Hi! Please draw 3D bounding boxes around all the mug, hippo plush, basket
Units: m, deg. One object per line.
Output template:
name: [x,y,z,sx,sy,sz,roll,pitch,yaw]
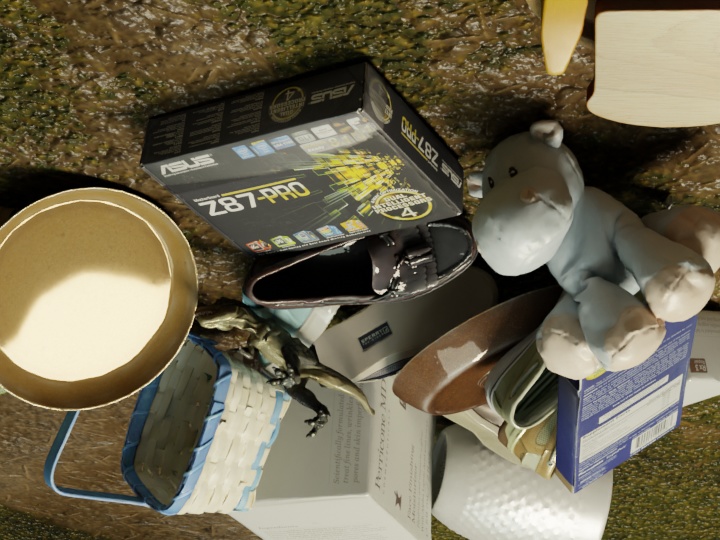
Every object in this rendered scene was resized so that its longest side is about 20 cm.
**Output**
mug: [0.162,0.229,1.627,0.173,0.149,0.200,12,-177,-8]
hippo plush: [0.170,-0.039,1.097,0.159,0.201,0.161,-28,115,39]
basket: [-0.179,0.139,1.366,0.199,0.178,0.139,23,-179,-40]

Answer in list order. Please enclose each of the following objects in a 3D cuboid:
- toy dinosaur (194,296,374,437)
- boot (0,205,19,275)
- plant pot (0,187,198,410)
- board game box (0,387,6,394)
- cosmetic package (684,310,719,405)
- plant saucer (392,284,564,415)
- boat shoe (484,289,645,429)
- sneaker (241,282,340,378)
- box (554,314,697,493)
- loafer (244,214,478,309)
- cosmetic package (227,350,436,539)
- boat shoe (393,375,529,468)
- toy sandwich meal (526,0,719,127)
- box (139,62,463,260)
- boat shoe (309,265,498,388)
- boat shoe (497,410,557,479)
toy dinosaur: [-0.054,0.090,1.281,0.199,0.088,0.047,37,111,-22]
boot: [-0.399,-0.015,1.284,0.198,0.067,0.175,10,152,-9]
plant pot: [-0.235,0.022,1.251,0.199,0.201,0.027,22,-170,-32]
board game box: [-0.270,0.058,1.369,0.198,0.033,0.120,-18,151,-9]
cosmetic package: [0.256,0.098,1.392,0.101,0.075,0.199,5,157,-41]
plant saucer: [0.124,0.079,1.336,0.199,0.035,0.201,-23,159,-10]
boat shoe: [0.188,0.056,1.239,0.072,0.062,0.200,38,98,-27]
sneaker: [-0.072,0.034,1.351,0.082,0.074,0.200,33,150,-3]
box: [0.217,0.096,1.220,0.120,0.032,0.201,-29,147,-15]
loafer: [0.000,0.000,1.218,0.198,0.073,0.063,-11,-171,9]
cosmetic package: [-0.029,0.190,1.524,0.163,0.166,0.200,-7,153,19]
boat shoe: [0.115,0.127,1.492,0.199,0.060,0.072,35,163,-19]
toy sandwich meal: [0.188,-0.166,0.909,0.203,0.071,0.206,3,153,1]
box: [-0.042,-0.079,1.132,0.198,0.050,0.161,-11,147,28]
boat shoe: [0.052,0.048,1.363,0.199,0.075,0.092,-24,170,27]
boat shoe: [0.210,0.098,1.315,0.201,0.076,0.071,-55,154,16]
